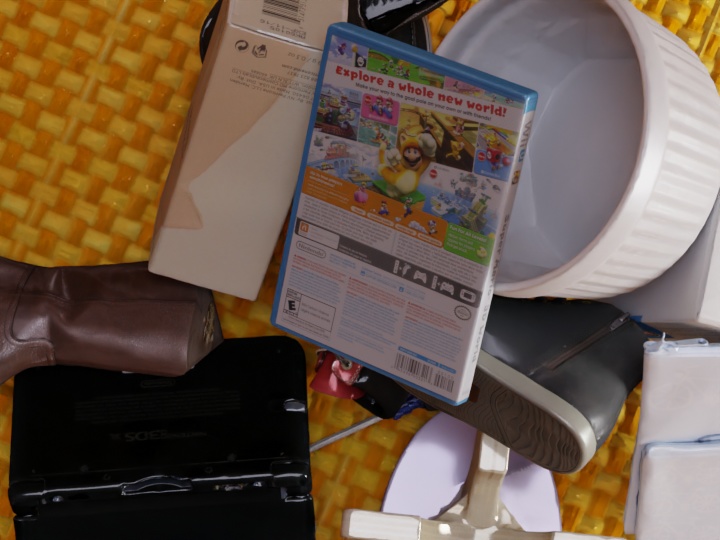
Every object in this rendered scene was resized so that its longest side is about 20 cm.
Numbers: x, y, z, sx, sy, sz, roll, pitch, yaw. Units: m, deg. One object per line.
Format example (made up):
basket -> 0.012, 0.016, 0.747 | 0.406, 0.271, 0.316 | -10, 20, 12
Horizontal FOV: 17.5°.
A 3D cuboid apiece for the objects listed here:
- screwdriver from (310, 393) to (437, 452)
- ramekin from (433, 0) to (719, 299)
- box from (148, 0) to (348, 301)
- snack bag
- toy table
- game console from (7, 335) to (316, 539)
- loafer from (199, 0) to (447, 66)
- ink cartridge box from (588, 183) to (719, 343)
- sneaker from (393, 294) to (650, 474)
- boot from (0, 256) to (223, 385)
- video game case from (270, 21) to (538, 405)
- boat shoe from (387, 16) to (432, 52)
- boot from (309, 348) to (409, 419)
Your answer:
screwdriver -> 0.007, 0.107, 1.589 | 0.199, 0.028, 0.029 | -29, 82, -2
ramekin -> 0.132, -0.076, 1.448 | 0.105, 0.199, 0.202 | 14, 78, -44
box -> -0.074, -0.090, 1.518 | 0.077, 0.095, 0.201 | 15, 123, -9
snack bag -> 0.268, 0.110, 1.493 | 0.187, 0.201, 0.021 | -2, 47, 0
toy table -> 0.077, 0.182, 1.534 | 0.183, 0.117, 0.201 | -5, 81, -4
game console -> -0.130, 0.150, 1.572 | 0.199, 0.117, 0.177 | -4, 52, 0
loafer -> -0.015, -0.179, 1.550 | 0.199, 0.071, 0.073 | -28, 115, 0
ink cartridge box -> 0.278, -0.013, 1.527 | 0.199, 0.147, 0.146 | 15, 82, -23
sneaker -> 0.086, 0.039, 1.489 | 0.200, 0.075, 0.106 | 36, 51, 12
boot -> -0.193, 0.063, 1.536 | 0.199, 0.064, 0.187 | 5, 57, -1
video game case -> 0.023, -0.035, 1.420 | 0.143, 0.018, 0.201 | 23, 113, 27
boat shoe -> 0.006, -0.102, 1.593 | 0.072, 0.071, 0.201 | 14, 81, -1
boot -> 0.000, 0.000, 1.527 | 0.144, 0.072, 0.200 | -46, 124, -19
